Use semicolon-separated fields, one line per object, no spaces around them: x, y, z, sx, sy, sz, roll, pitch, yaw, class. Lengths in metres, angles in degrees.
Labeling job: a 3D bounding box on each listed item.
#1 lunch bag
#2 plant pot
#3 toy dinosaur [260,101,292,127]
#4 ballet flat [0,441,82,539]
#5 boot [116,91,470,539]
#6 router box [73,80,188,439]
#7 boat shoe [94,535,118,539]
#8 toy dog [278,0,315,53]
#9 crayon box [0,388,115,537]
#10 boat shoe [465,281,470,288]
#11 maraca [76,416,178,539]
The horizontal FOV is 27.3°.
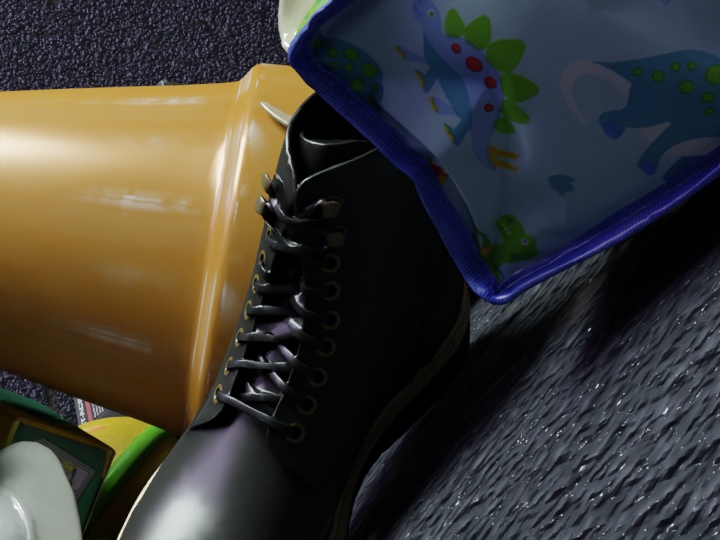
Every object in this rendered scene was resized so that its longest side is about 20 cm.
0.099;-0.109;0.423;0.200;0.128;0.170;-32;13;36;lunch bag
-0.105;-0.010;0.728;0.200;0.183;0.201;-171;90;-86;plant pot
0.055;-0.062;0.610;0.199;0.058;0.101;-20;35;18;toy dinosaur
-0.155;0.154;0.612;0.069;0.069;0.201;-46;40;47;ballet flat
-0.031;0.027;0.484;0.200;0.077;0.139;-56;-25;-36;boot
-0.131;0.002;0.962;0.150;0.062;0.201;-36;57;33;router box
-0.133;0.171;0.765;0.200;0.068;0.072;-50;5;23;boat shoe
0.072;-0.183;0.854;0.139;0.199;0.195;30;119;55;toy dog
-0.208;0.165;0.771;0.172;0.058;0.201;9;78;64;crayon box
0.031;-0.049;0.723;0.200;0.072;0.072;-73;-10;-66;boat shoe
-0.161;0.160;0.897;0.137;0.107;0.200;-47;-7;-36;maraca
